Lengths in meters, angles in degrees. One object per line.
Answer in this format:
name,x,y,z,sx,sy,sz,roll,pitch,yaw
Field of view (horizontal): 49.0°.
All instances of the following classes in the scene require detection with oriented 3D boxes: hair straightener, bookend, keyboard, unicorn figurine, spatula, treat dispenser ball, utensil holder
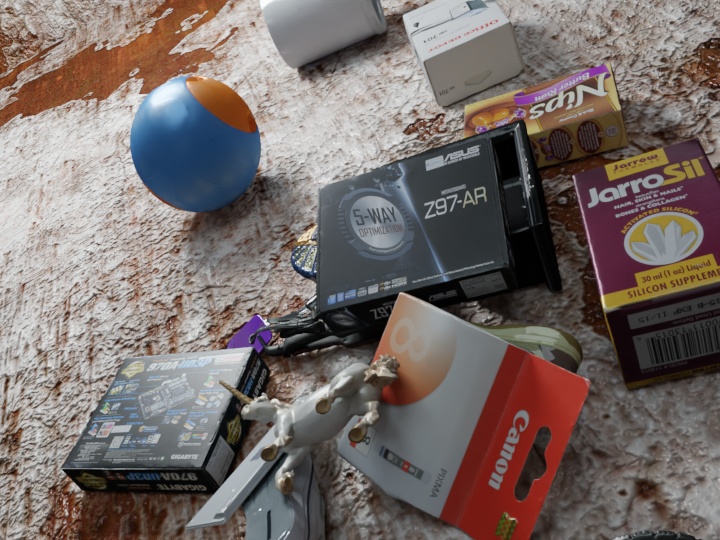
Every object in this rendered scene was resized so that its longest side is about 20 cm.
hair straightener,-0.042,0.055,0.872,0.196,0.077,0.042,-11,50,21
bookend,0.111,-0.053,0.893,0.196,0.093,0.201,-16,38,18
keyboard,-0.091,0.176,0.759,0.056,0.011,0.200,-30,10,38
unicorn figurine,-0.046,0.129,0.700,0.196,0.075,0.138,-19,12,12
spatula,-0.078,0.049,0.952,0.198,0.021,0.057,-33,42,-9
treat dispenser ball,-0.250,-0.191,1.204,0.197,0.203,0.203,-17,37,13
utensil holder,-0.070,-0.494,1.486,0.196,0.172,0.172,-19,36,13

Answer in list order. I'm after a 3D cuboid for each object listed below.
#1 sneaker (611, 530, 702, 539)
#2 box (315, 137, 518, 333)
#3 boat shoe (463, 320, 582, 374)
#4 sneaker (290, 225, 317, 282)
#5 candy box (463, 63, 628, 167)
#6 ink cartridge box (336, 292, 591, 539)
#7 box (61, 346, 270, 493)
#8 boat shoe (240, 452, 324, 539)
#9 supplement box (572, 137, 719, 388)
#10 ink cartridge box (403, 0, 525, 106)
sneaker,0.160,0.241,0.534,0.197,0.076,0.092,-25,45,17
box,0.052,-0.036,0.799,0.196,0.044,0.163,-14,54,19
boat shoe,0.105,0.092,0.737,0.197,0.072,0.067,-3,43,31
sneaker,0.000,0.000,0.913,0.198,0.088,0.076,11,67,47
candy box,0.232,-0.186,1.008,0.196,0.057,0.118,-14,38,21
ink cartridge box,0.077,0.128,0.671,0.199,0.050,0.165,24,92,51
box,-0.214,0.165,0.879,0.196,0.046,0.161,-8,40,26
boat shoe,-0.067,0.221,0.700,0.073,0.068,0.200,-29,14,6
supplement box,0.279,-0.011,0.723,0.128,0.104,0.202,-16,37,17
ink cartridge box,0.158,-0.361,1.245,0.144,0.087,0.202,-22,35,8
